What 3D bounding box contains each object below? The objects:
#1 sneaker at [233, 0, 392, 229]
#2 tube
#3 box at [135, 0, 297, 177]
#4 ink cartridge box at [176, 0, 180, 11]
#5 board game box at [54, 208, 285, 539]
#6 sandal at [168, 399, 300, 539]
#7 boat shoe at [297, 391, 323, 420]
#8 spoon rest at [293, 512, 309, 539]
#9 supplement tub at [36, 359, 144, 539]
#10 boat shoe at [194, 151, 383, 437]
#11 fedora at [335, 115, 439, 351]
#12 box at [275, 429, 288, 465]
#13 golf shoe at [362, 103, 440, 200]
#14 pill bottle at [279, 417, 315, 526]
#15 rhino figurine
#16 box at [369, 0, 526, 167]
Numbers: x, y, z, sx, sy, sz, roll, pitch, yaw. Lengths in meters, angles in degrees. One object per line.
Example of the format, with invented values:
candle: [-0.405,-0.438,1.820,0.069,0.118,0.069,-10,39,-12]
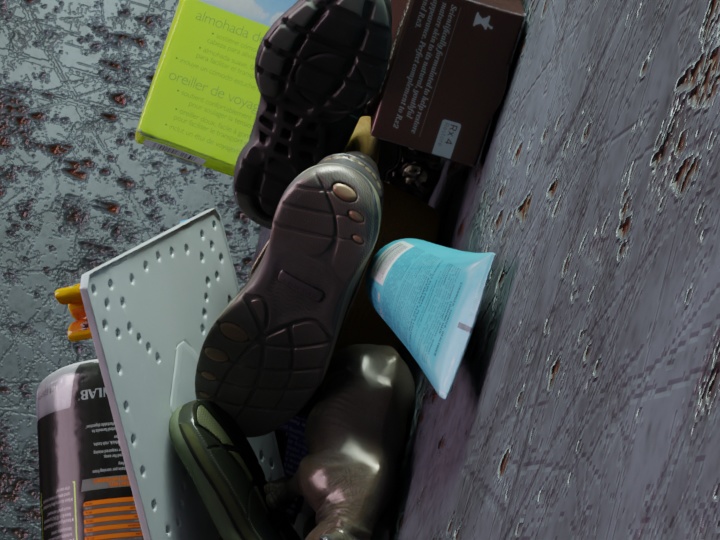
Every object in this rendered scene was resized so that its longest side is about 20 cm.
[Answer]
sneaker: [-0.029,-0.115,1.491,0.079,0.075,0.200,-69,4,-45]
tube: [0.040,0.017,1.330,0.200,0.050,0.077,-138,61,-80]
box: [-0.059,-0.160,1.603,0.048,0.122,0.200,158,131,-80]
ink cartridge box: [-0.024,-0.196,1.739,0.145,0.200,0.145,123,162,-71]
board game box: [-0.110,0.079,1.486,0.200,0.026,0.200,-35,-67,-67]
sandal: [-0.068,0.174,1.449,0.201,0.057,0.080,64,-166,4]
boat shoe: [-0.038,0.047,1.747,0.075,0.093,0.200,-55,10,27]
spoon rest: [-0.050,0.224,1.563,0.200,0.061,0.099,-93,18,-71]
supplement tub: [-0.143,0.163,1.568,0.123,0.122,0.200,123,144,-72]
boat shoe: [-0.033,0.015,1.449,0.200,0.074,0.073,-59,-5,31]
fedora: [0.000,0.000,1.579,0.201,0.082,0.201,-161,90,-80]
box: [-0.133,0.194,1.705,0.200,0.049,0.161,-14,64,53]
golf shoe: [0.013,-0.076,1.714,0.200,0.077,0.088,114,177,-54]
pill bottle: [-0.082,0.155,1.804,0.111,0.111,0.200,121,164,-70]
rhino figurine: [-0.012,0.124,1.427,0.087,0.060,0.200,-38,30,38]
box: [0.051,-0.145,1.532,0.200,0.075,0.100,-96,23,-71]
